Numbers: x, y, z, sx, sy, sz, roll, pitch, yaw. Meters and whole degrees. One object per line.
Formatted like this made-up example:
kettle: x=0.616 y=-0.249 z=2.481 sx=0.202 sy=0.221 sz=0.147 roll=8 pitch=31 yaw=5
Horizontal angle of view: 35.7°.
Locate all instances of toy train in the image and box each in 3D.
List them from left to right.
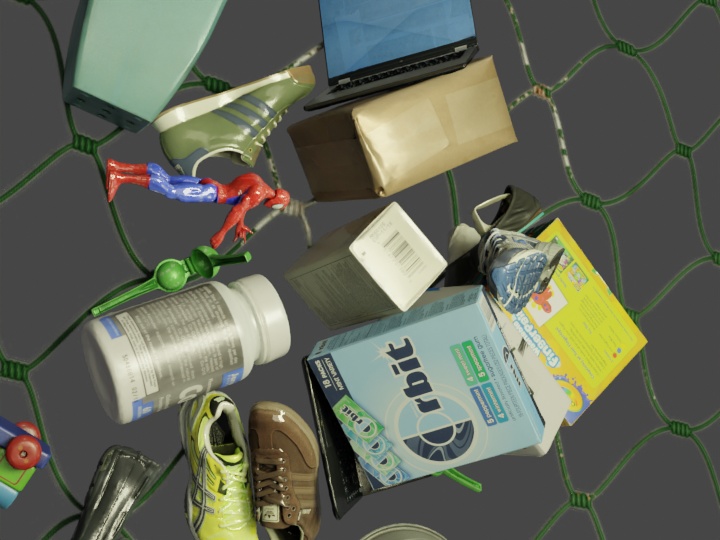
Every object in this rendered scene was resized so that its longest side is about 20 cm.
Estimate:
toy train: x=-0.415 y=0.168 z=1.092 sx=0.199 sy=0.085 sz=0.116 roll=35 pitch=83 yaw=-16

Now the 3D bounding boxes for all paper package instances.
paper package: x=0.045 y=-0.159 z=1.284 sx=0.199 sy=0.190 sz=0.104 roll=-25 pitch=102 yaw=-25

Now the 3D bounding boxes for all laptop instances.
laptop: x=0.020 y=0.168 z=1.273 sx=0.102 sy=0.200 sz=0.179 roll=-13 pitch=87 yaw=11
laptop: x=0.029 y=-0.275 z=1.269 sx=0.186 sy=0.200 sz=0.117 roll=-13 pitch=106 yaw=17

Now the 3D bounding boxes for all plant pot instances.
plant pot: x=-0.238 y=-0.261 z=1.202 sx=0.141 sy=0.141 sz=0.201 roll=24 pitch=79 yaw=-20

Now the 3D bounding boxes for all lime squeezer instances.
lime squeezer: x=-0.192 y=0.008 z=1.198 sx=0.038 sy=0.199 sz=0.071 roll=60 pitch=23 yaw=-29
lime squeezer: x=0.096 y=0.205 z=1.293 sx=0.070 sy=0.201 sz=0.038 roll=-20 pitch=49 yaw=-5

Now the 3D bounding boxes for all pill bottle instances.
pill bottle: x=-0.183 y=0.078 z=1.187 sx=0.199 sy=0.114 sz=0.115 roll=-19 pitch=90 yaw=-25

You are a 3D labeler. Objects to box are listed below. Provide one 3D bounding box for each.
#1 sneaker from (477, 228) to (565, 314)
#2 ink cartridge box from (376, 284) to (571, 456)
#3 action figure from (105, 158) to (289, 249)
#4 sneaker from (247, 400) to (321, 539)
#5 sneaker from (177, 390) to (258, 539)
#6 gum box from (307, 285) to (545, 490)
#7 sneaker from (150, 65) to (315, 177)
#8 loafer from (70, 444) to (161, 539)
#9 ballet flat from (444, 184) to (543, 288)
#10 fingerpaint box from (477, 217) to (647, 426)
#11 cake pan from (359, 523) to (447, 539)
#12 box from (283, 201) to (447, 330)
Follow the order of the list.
sneaker: x=0.165 y=-0.006 z=1.271 sx=0.085 sy=0.200 sz=0.078 roll=27 pitch=103 yaw=17
ink cartridge box: x=0.125 y=0.117 z=1.281 sx=0.200 sy=0.145 sz=0.085 roll=50 pitch=57 yaw=-27
action figure: x=-0.177 y=-0.064 z=1.222 sx=0.198 sy=0.065 sz=0.100 roll=2 pitch=115 yaw=-16
sneaker: x=-0.081 y=0.230 z=1.183 sx=0.076 sy=0.070 sz=0.201 roll=-67 pitch=151 yaw=-50
sneaker: x=-0.150 y=0.228 z=1.201 sx=0.075 sy=0.076 sz=0.202 roll=-15 pitch=90 yaw=-27
gum box: x=0.069 y=0.127 z=1.173 sx=0.171 sy=0.199 sz=0.045 roll=64 pitch=24 yaw=-16
sneaker: x=-0.133 y=-0.161 z=1.274 sx=0.199 sy=0.067 sz=0.090 roll=-22 pitch=93 yaw=-20
loafer: x=-0.263 y=0.280 z=1.145 sx=0.070 sy=0.068 sz=0.202 roll=22 pitch=70 yaw=-11
ballet flat: x=0.149 y=-0.039 z=1.390 sx=0.068 sy=0.068 sz=0.200 roll=47 pitch=56 yaw=-1
fingerpaint box: x=0.236 y=0.067 z=1.404 sx=0.167 sy=0.073 sz=0.200 roll=-42 pitch=98 yaw=-25
cake pan: x=0.055 y=0.396 z=1.293 sx=0.199 sy=0.037 sz=0.202 roll=4 pitch=80 yaw=-24
box: x=0.000 y=0.000 z=1.235 sx=0.078 sy=0.200 sz=0.095 roll=-46 pitch=102 yaw=-23
